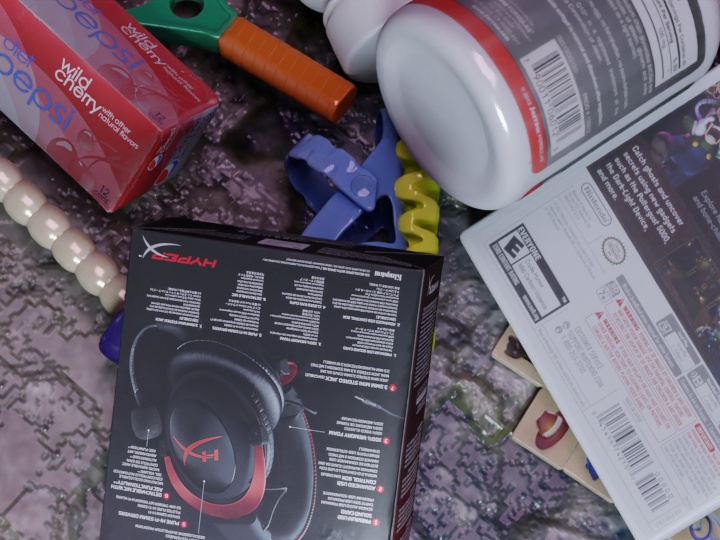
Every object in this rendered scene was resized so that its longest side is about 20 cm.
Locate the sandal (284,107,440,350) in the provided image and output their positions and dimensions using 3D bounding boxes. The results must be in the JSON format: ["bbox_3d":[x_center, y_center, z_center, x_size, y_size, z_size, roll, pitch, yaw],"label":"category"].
[{"bbox_3d":[0.000,0.000,1.157,0.086,0.080,0.201,3,62,-3],"label":"sandal"}]

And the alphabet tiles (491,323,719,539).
[{"bbox_3d":[0.180,0.062,1.193,0.199,0.006,0.167,33,70,4],"label":"alphabet tiles"}]

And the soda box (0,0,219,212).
[{"bbox_3d":[-0.174,-0.126,1.165,0.200,0.064,0.070,42,32,8],"label":"soda box"}]

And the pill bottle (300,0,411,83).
[{"bbox_3d":[-0.002,-0.215,1.208,0.112,0.113,0.201,-19,73,-14],"label":"pill bottle"}]

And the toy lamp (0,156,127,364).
[{"bbox_3d":[-0.157,-0.013,1.145,0.200,0.058,0.058,42,70,10],"label":"toy lamp"}]

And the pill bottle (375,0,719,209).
[{"bbox_3d":[0.116,-0.127,1.129,0.199,0.116,0.116,-33,78,-23],"label":"pill bottle"}]

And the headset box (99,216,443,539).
[{"bbox_3d":[-0.046,0.084,1.068,0.147,0.075,0.202,7,97,10],"label":"headset box"}]

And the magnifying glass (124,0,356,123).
[{"bbox_3d":[-0.090,-0.141,1.202,0.199,0.022,0.080,31,65,16],"label":"magnifying glass"}]

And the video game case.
[{"bbox_3d":[0.177,0.017,1.154,0.181,0.023,0.201,-33,76,10],"label":"video game case"}]
